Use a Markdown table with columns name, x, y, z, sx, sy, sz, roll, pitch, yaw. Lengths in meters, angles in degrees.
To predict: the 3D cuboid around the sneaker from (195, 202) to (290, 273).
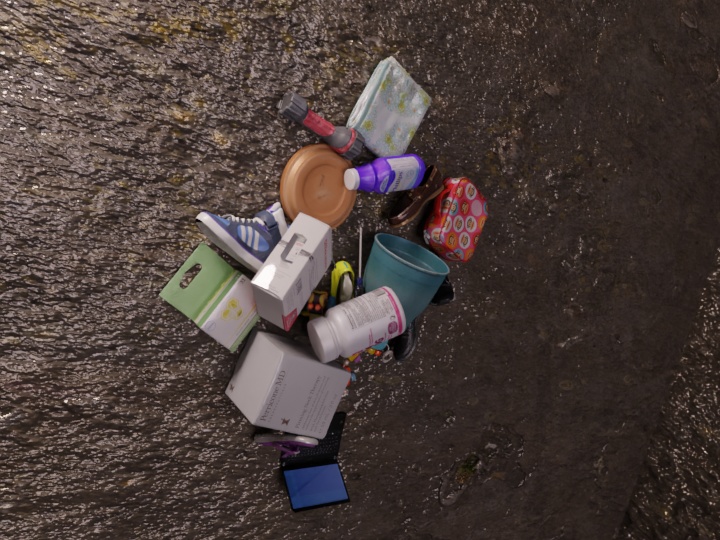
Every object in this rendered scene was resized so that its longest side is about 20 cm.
| name | x | y | z | sx | sy | sz | roll | pitch | yaw |
| --- | --- | --- | --- | --- | --- | --- | --- | --- | --- |
| sneaker | -0.232 | -0.100 | 1.220 | 0.200 | 0.080 | 0.148 | 42 | 70 | -33 |

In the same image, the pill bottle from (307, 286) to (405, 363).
| name | x | y | z | sx | sy | sz | roll | pitch | yaw |
| --- | --- | --- | --- | --- | --- | --- | --- | --- | --- |
| pill bottle | -0.010 | 0.121 | 1.279 | 0.197 | 0.113 | 0.115 | -21 | 116 | -20 |

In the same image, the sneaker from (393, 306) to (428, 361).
| name | x | y | z | sx | sy | sz | roll | pitch | yaw |
| --- | --- | --- | --- | --- | --- | --- | --- | --- | --- |
| sneaker | 0.116 | 0.140 | 1.550 | 0.081 | 0.073 | 0.203 | 22 | 80 | -35 |

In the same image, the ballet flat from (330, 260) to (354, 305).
| name | x | y | z | sx | sy | sz | roll | pitch | yaw |
| --- | --- | --- | --- | --- | --- | --- | --- | --- | --- |
| ballet flat | -0.042 | 0.079 | 1.411 | 0.066 | 0.067 | 0.204 | -6 | 108 | -26 |

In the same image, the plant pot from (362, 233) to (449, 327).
| name | x | y | z | sx | sy | sz | roll | pitch | yaw |
| --- | --- | --- | --- | --- | --- | --- | --- | --- | --- |
| plant pot | 0.088 | 0.039 | 1.428 | 0.198 | 0.200 | 0.190 | 11 | 112 | -37 |

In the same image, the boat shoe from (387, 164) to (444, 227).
| name | x | y | z | sx | sy | sz | roll | pitch | yaw |
| --- | --- | --- | --- | --- | --- | --- | --- | --- | --- |
| boat shoe | 0.132 | -0.190 | 1.457 | 0.200 | 0.070 | 0.071 | -46 | 133 | -26 |

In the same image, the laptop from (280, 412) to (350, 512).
| name | x | y | z | sx | sy | sz | roll | pitch | yaw |
| --- | --- | --- | --- | --- | --- | --- | --- | --- | --- |
| laptop | -0.101 | 0.477 | 1.466 | 0.175 | 0.103 | 0.203 | 6 | 100 | -37 |

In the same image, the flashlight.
| name | x | y | z | sx | sy | sz | roll | pitch | yaw |
| --- | --- | --- | --- | --- | --- | --- | --- | --- | --- |
| flashlight | -0.081 | -0.312 | 1.253 | 0.199 | 0.068 | 0.068 | 28 | 115 | -37 |

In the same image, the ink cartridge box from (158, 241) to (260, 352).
| name | x | y | z | sx | sy | sz | roll | pitch | yaw |
| --- | --- | --- | --- | --- | --- | --- | --- | --- | --- |
| ink cartridge box | -0.301 | 0.059 | 1.232 | 0.146 | 0.048 | 0.200 | -52 | 129 | -11 |

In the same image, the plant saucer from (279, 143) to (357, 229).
| name | x | y | z | sx | sy | sz | roll | pitch | yaw |
| --- | --- | --- | --- | --- | --- | --- | --- | --- | --- |
| plant saucer | -0.089 | -0.184 | 1.322 | 0.198 | 0.032 | 0.204 | -11 | 109 | -34 |

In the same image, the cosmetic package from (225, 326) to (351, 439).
| name | x | y | z | sx | sy | sz | roll | pitch | yaw |
| --- | --- | --- | --- | --- | --- | --- | --- | --- | --- |
| cosmetic package | -0.164 | 0.254 | 1.314 | 0.198 | 0.166 | 0.170 | 24 | 90 | -37 |

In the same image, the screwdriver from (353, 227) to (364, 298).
| name | x | y | z | sx | sy | sz | roll | pitch | yaw |
| --- | --- | --- | --- | --- | --- | --- | --- | --- | --- |
| screwdriver | 0.000 | 0.000 | 1.377 | 0.027 | 0.029 | 0.204 | -3 | 107 | -19 |

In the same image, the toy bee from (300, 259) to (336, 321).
| name | x | y | z | sx | sy | sz | roll | pitch | yaw |
| --- | --- | --- | --- | --- | --- | --- | --- | --- | --- |
| toy bee | -0.105 | 0.086 | 1.343 | 0.129 | 0.109 | 0.203 | -12 | 108 | 15 |

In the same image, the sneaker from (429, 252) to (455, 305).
| name | x | y | z | sx | sy | sz | roll | pitch | yaw |
| --- | --- | --- | --- | --- | --- | --- | --- | --- | --- |
| sneaker | 0.193 | 0.019 | 1.504 | 0.074 | 0.201 | 0.089 | -14 | 112 | 4 |

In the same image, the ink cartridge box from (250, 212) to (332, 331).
| name | x | y | z | sx | sy | sz | roll | pitch | yaw |
| --- | --- | --- | --- | --- | --- | --- | --- | --- | --- |
| ink cartridge box | -0.141 | 0.002 | 1.236 | 0.201 | 0.084 | 0.146 | -57 | 166 | -28 |

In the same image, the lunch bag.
| name | x | y | z | sx | sy | sz | roll | pitch | yaw |
| --- | --- | --- | --- | --- | --- | --- | --- | --- | --- |
| lunch bag | 0.248 | -0.139 | 1.534 | 0.176 | 0.081 | 0.202 | 37 | 71 | -38 |

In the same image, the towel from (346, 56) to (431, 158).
| name | x | y | z | sx | sy | sz | roll | pitch | yaw |
| --- | --- | --- | --- | --- | --- | --- | --- | --- | --- |
| towel | 0.071 | -0.371 | 1.372 | 0.170 | 0.048 | 0.202 | 32 | 84 | -37 |

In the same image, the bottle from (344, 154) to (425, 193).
| name | x | y | z | sx | sy | sz | roll | pitch | yaw |
| --- | --- | --- | --- | --- | --- | --- | --- | --- | --- |
| bottle | 0.056 | -0.222 | 1.358 | 0.198 | 0.066 | 0.084 | -12 | 142 | -32 |

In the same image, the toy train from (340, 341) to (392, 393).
| name | x | y | z | sx | sy | sz | roll | pitch | yaw |
| --- | --- | --- | --- | --- | --- | --- | --- | --- | --- |
| toy train | -0.005 | 0.218 | 1.494 | 0.198 | 0.055 | 0.152 | -26 | 131 | -32 |

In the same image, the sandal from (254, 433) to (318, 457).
| name | x | y | z | sx | sy | sz | roll | pitch | yaw |
| --- | --- | --- | --- | --- | --- | --- | --- | --- | --- |
| sandal | -0.169 | 0.404 | 1.336 | 0.082 | 0.201 | 0.051 | 20 | 67 | -39 |
